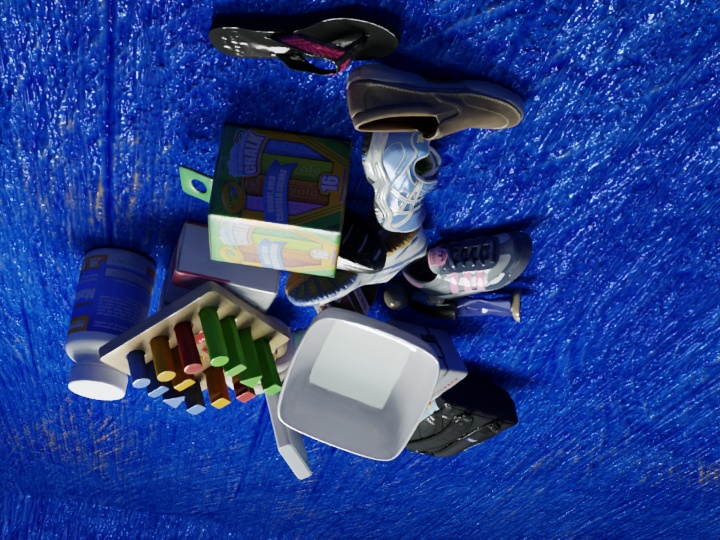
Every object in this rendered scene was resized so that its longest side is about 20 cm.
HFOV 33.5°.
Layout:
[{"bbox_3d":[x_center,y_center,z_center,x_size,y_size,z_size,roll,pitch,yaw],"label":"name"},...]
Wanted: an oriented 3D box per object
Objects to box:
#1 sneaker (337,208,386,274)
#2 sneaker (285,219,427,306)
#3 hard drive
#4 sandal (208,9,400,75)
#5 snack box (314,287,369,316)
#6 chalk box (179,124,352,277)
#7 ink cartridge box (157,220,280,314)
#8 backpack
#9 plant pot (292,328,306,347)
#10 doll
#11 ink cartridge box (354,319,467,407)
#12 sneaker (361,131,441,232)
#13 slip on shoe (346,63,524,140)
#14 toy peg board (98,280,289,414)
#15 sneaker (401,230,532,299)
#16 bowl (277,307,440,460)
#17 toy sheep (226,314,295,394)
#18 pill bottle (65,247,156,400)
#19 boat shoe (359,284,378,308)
[{"bbox_3d":[-0.059,-0.040,1.514,0.198,0.074,0.080,20,142,13],"label":"sneaker"},{"bbox_3d":[0.000,0.000,1.559,0.198,0.076,0.088,-26,150,11],"label":"sneaker"},{"bbox_3d":[-0.130,0.232,2.000,0.026,0.202,0.132,-19,146,3],"label":"hard drive"},{"bbox_3d":[-0.057,-0.220,1.192,0.197,0.046,0.075,1,155,12],"label":"sandal"},{"bbox_3d":[-0.053,-0.006,1.617,0.071,0.024,0.201,-4,135,24],"label":"snack box"},{"bbox_3d":[-0.116,-0.084,1.411,0.197,0.125,0.125,7,155,-1],"label":"chalk box"},{"bbox_3d":[-0.205,0.019,1.709,0.145,0.084,0.200,12,155,-13],"label":"ink cartridge box"},{"bbox_3d":[0.150,0.254,2.089,0.162,0.155,0.200,16,133,-25],"label":"backpack"},{"bbox_3d":[-0.043,0.196,1.997,0.197,0.136,0.201,5,156,2],"label":"plant pot"},{"bbox_3d":[0.131,0.047,1.724,0.197,0.049,0.136,3,169,9],"label":"doll"},{"bbox_3d":[0.055,0.155,1.819,0.145,0.084,0.199,-37,157,19],"label":"ink cartridge box"},{"bbox_3d":[0.056,-0.100,1.387,0.076,0.077,0.200,5,157,15],"label":"sneaker"},{"bbox_3d":[0.079,-0.163,1.244,0.198,0.061,0.076,9,159,-25],"label":"slip on shoe"},{"bbox_3d":[-0.220,0.135,1.662,0.198,0.099,0.200,-30,146,16],"label":"toy peg board"},{"bbox_3d":[0.136,-0.009,1.574,0.081,0.071,0.199,19,152,-34],"label":"sneaker"},{"bbox_3d":[-0.003,0.147,1.666,0.198,0.075,0.202,21,117,-7],"label":"bowl"},{"bbox_3d":[-0.174,0.133,1.902,0.136,0.139,0.200,16,150,-21],"label":"toy sheep"},{"bbox_3d":[-0.366,0.079,1.740,0.111,0.202,0.112,5,156,2],"label":"pill bottle"},{"bbox_3d":[-0.011,0.031,1.714,0.071,0.065,0.201,15,141,3],"label":"boat shoe"}]
